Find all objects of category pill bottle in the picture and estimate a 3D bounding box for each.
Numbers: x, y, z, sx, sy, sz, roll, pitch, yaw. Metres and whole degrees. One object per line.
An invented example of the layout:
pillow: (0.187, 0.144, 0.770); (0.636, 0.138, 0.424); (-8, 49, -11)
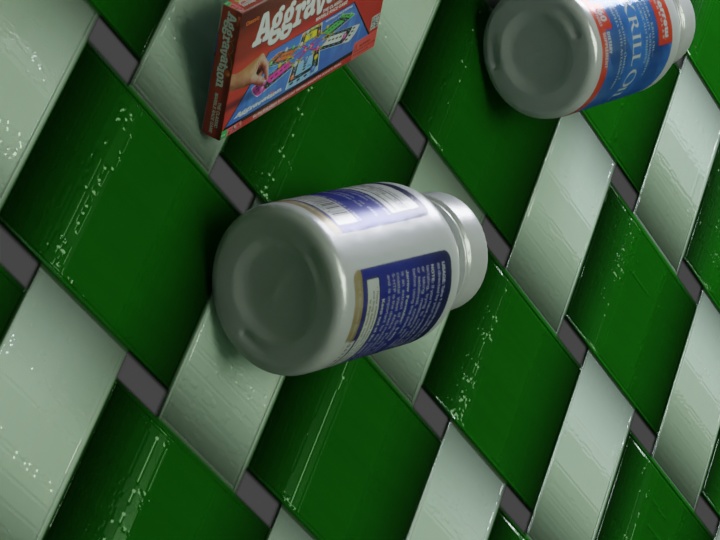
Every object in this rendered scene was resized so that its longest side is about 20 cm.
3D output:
pill bottle: (0.199, -0.197, 1.859); (0.200, 0.112, 0.113); (-22, 105, -51)
pill bottle: (0.000, 0.000, 1.577); (0.200, 0.119, 0.120); (-13, 98, -52)

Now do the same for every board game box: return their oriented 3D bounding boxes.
board game box: (-0.041, -0.174, 1.577); (0.200, 0.019, 0.103); (-37, 146, -48)
